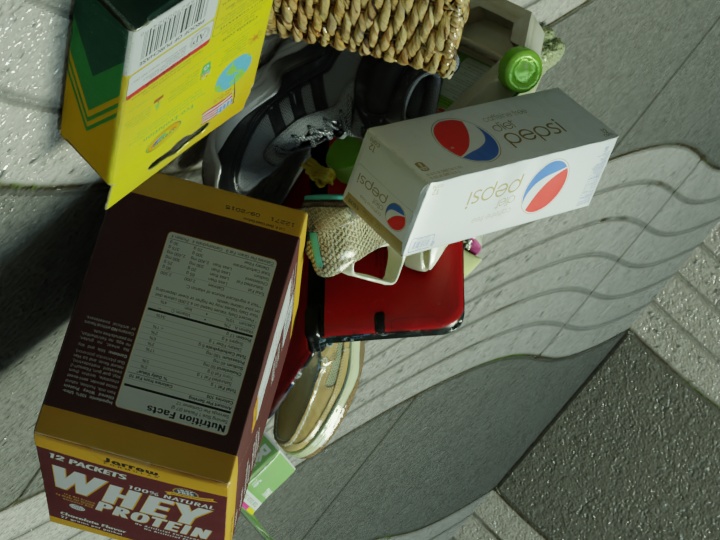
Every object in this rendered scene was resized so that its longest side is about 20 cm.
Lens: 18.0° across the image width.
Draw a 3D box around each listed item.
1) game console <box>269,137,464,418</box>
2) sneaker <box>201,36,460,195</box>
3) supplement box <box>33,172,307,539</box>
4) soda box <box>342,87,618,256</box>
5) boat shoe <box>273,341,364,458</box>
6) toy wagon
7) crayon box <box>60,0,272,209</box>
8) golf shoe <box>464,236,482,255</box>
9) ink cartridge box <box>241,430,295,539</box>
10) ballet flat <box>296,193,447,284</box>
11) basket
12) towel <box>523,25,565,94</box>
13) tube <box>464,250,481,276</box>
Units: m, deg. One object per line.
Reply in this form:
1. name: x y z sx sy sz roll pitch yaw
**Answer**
1. game console: 0.000 0.000 1.754 0.171 0.201 0.119 -4 142 6
2. sneaker: -0.020 -0.105 1.585 0.200 0.114 0.075 -49 159 10
3. supplement box: -0.128 0.071 1.564 0.198 0.132 0.201 100 5 -67
4. soda box: 0.085 -0.071 1.571 0.199 0.068 0.064 -15 137 -43
5. boat shoe: -0.038 0.049 1.833 0.076 0.071 0.201 27 75 -39
6. toy wagon: 0.042 -0.126 1.668 0.200 0.155 0.040 -43 124 -7
7. crayon box: -0.116 -0.133 1.365 0.127 0.051 0.200 -38 164 -28
8. golf shoe: 0.079 -0.071 1.919 0.200 0.075 0.092 81 30 -71
9. ink cartridge box: -0.109 0.141 1.853 0.059 0.200 0.104 -42 166 -5
10. ballet flat: 0.023 -0.029 1.638 0.067 0.076 0.200 0 -171 36
11. basket: 0.009 -0.234 1.423 0.200 0.148 0.144 95 9 -69
12. towel: 0.104 -0.145 2.009 0.149 0.036 0.200 -54 164 27
13. tube: 0.057 -0.002 1.853 0.200 0.058 0.052 34 74 -81
